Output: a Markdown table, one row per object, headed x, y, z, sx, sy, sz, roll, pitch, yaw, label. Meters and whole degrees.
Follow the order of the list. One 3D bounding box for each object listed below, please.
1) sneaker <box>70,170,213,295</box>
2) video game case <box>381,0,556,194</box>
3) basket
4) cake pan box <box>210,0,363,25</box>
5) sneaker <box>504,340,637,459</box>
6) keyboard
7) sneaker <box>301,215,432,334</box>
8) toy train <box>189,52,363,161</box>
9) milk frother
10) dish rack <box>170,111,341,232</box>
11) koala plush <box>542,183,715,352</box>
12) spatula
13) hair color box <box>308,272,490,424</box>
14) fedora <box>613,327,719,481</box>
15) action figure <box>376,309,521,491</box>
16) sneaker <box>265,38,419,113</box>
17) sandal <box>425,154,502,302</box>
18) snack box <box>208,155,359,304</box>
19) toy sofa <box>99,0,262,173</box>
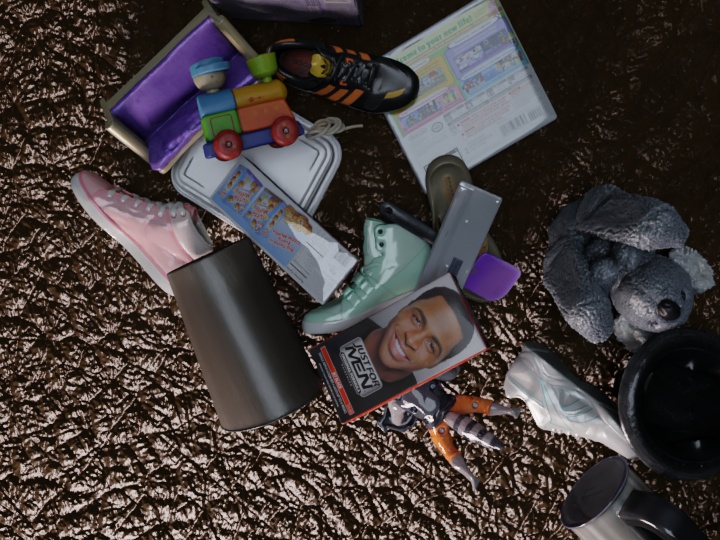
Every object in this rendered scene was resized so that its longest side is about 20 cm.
| x | y | z | sx | sy | sz | roll | pitch | yaw | label |
| --- | --- | --- | --- | --- | --- | --- | --- | --- | --- |
| -0.273 | -0.074 | 1.002 | 0.104 | 0.075 | 0.201 | -41 | 100 | 9 | sneaker |
| 0.128 | -0.230 | 1.004 | 0.197 | 0.022 | 0.185 | -29 | 93 | 5 | video game case |
| -0.148 | 0.074 | 0.954 | 0.134 | 0.179 | 0.204 | -26 | 99 | -26 | basket |
| -0.089 | -0.336 | 0.914 | 0.179 | 0.200 | 0.054 | 2 | 97 | 4 | cake pan box |
| 0.276 | 0.182 | 1.009 | 0.199 | 0.070 | 0.081 | 39 | 108 | 11 | sneaker |
| 0.110 | -0.008 | 0.954 | 0.055 | 0.011 | 0.204 | 20 | 110 | -4 | keyboard |
| 0.000 | 0.000 | 0.998 | 0.197 | 0.074 | 0.121 | -23 | 100 | -6 | sneaker |
| -0.102 | -0.208 | 0.929 | 0.196 | 0.085 | 0.119 | -16 | 100 | -13 | toy train |
| 0.398 | 0.310 | 0.993 | 0.188 | 0.180 | 0.200 | 44 | 52 | -2 | milk frother |
| -0.140 | -0.139 | 1.010 | 0.197 | 0.044 | 0.174 | 30 | 96 | 1 | dish rack |
| 0.342 | 0.007 | 0.963 | 0.198 | 0.184 | 0.179 | 30 | 105 | -22 | koala plush |
| 0.107 | -0.028 | 0.963 | 0.198 | 0.021 | 0.057 | 33 | 113 | -4 | spatula |
| 0.047 | 0.095 | 0.935 | 0.197 | 0.061 | 0.103 | -30 | 79 | 11 | hair color box |
| 0.394 | 0.164 | 0.978 | 0.195 | 0.091 | 0.206 | 0 | 90 | -15 | fedora |
| 0.112 | 0.149 | 0.988 | 0.191 | 0.105 | 0.202 | 33 | 91 | 10 | action figure |
| -0.026 | -0.242 | 0.959 | 0.196 | 0.090 | 0.072 | 16 | 101 | 13 | sneaker |
| 0.133 | -0.048 | 0.993 | 0.079 | 0.054 | 0.204 | -18 | 105 | 3 | sandal |
| -0.096 | -0.051 | 0.966 | 0.199 | 0.024 | 0.072 | 42 | 96 | 7 | snack box |
| -0.222 | -0.227 | 0.962 | 0.199 | 0.083 | 0.098 | -40 | 50 | 7 | toy sofa |
